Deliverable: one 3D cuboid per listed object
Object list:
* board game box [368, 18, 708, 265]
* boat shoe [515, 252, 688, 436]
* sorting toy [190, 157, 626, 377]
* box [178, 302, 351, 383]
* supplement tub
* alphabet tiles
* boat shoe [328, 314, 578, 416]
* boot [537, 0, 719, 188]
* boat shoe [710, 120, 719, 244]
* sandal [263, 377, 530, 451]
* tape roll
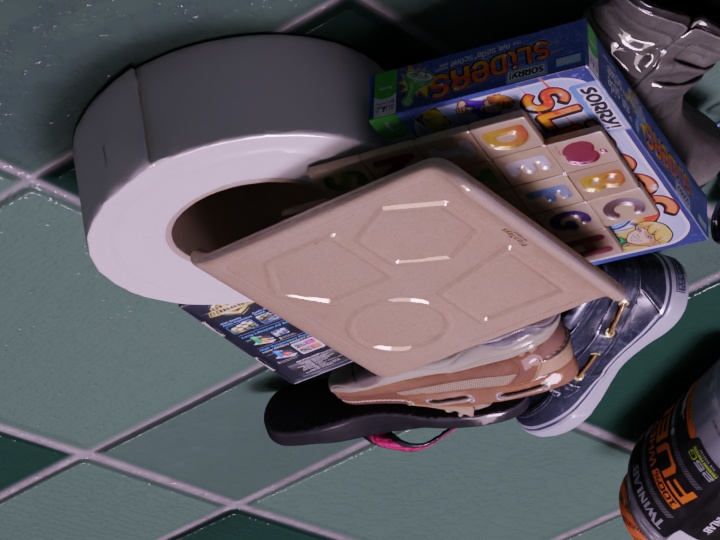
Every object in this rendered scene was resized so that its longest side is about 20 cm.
[{"bbox_3d":[0.108,-0.065,1.492,0.135,0.035,0.200,-14,146,23],"label":"board game box"},{"bbox_3d":[0.140,0.047,1.802,0.091,0.071,0.200,9,141,-29],"label":"boat shoe"},{"bbox_3d":[0.029,-0.003,1.510,0.200,0.037,0.185,-18,146,33],"label":"sorting toy"},{"bbox_3d":[0.000,0.000,1.675,0.200,0.046,0.159,-22,151,20],"label":"box"},{"bbox_3d":[0.286,0.146,1.977,0.122,0.123,0.200,2,149,-23],"label":"supplement tub"},{"bbox_3d":[0.064,-0.034,1.493,0.200,0.006,0.166,-14,147,20],"label":"alphabet tiles"},{"bbox_3d":[0.063,0.070,1.753,0.200,0.076,0.072,-13,121,41],"label":"boat shoe"},{"bbox_3d":[0.186,-0.111,1.511,0.200,0.068,0.131,20,142,-41],"label":"boot"},{"bbox_3d":[0.262,-0.056,1.633,0.069,0.084,0.200,-11,150,-3],"label":"boat shoe"},{"bbox_3d":[0.030,0.100,1.831,0.200,0.075,0.045,-9,128,19],"label":"sandal"},{"bbox_3d":[-0.070,-0.057,1.518,0.202,0.071,0.203,-8,153,-4],"label":"tape roll"}]
